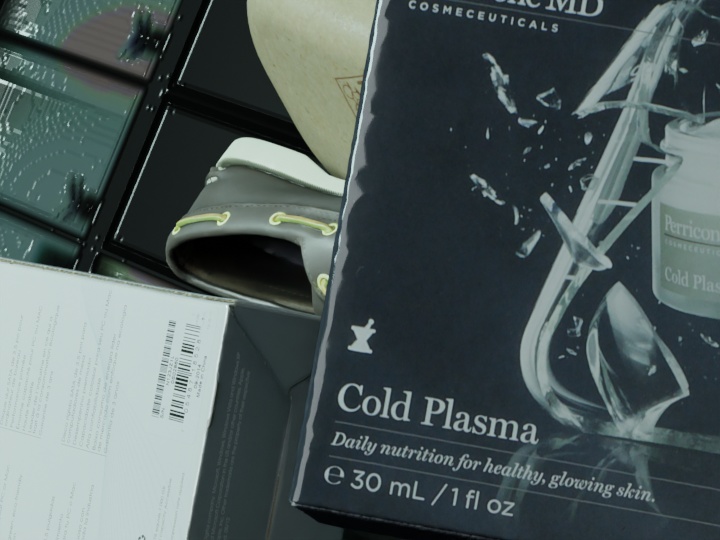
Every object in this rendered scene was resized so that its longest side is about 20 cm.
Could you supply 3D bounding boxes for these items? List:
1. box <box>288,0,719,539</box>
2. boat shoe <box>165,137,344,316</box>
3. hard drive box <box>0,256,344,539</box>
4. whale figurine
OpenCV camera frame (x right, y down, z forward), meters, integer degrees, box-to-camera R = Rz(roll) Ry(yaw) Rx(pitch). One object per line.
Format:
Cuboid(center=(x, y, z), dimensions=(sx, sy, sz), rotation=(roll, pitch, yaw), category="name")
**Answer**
Cuboid(center=(0.090, 0.005, 1.014), dimensions=(0.199, 0.124, 0.198), rotation=(9, 83, 4), category="box")
Cuboid(center=(0.000, 0.000, 1.193), dimensions=(0.201, 0.072, 0.061), rotation=(17, 59, 46), category="boat shoe")
Cuboid(center=(-0.093, 0.082, 1.162), dimensions=(0.199, 0.076, 0.157), rotation=(10, 89, 51), category="hard drive box")
Cuboid(center=(0.037, -0.094, 1.187), dimensions=(0.104, 0.160, 0.200), rotation=(-35, 15, -21), category="whale figurine")
